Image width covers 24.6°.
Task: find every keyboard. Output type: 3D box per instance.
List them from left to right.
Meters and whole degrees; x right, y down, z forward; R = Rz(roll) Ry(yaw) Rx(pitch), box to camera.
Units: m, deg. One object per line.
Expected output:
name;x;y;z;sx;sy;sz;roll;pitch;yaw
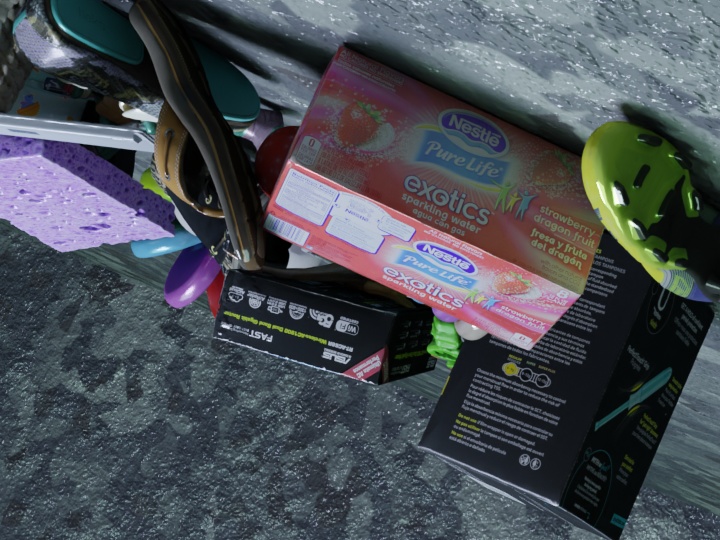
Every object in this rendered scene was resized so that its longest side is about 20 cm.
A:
keyboard;-0.233;-0.098;1.123;0.199;0.011;0.056;8;177;12

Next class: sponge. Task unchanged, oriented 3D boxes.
sponge;-0.235;-0.061;1.263;0.111;0.030;0.200;-6;162;21

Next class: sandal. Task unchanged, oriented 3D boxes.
sandal;-0.115;-0.087;1.091;0.201;0.054;0.082;64;-174;5

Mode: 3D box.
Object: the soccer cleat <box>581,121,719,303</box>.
soccer cleat;0.168;-0.032;0.977;0.083;0.065;0.200;21;173;39

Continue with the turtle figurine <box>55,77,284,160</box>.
turtle figurine;-0.167;-0.117;1.274;0.199;0.101;0.150;17;162;-21

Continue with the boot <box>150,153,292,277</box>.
boot;-0.122;-0.070;1.445;0.154;0.073;0.204;53;159;13

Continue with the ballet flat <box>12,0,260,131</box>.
ballet flat;-0.160;-0.141;1.156;0.200;0.072;0.072;24;174;-43

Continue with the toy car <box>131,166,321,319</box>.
toy car;-0.140;-0.025;1.642;0.199;0.151;0.175;27;172;-23

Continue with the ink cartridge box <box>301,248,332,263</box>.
ink cartridge box;0.002;-0.031;1.511;0.199;0.060;0.104;25;173;-4

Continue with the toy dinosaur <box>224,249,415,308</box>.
toy dinosaur;0.000;0.000;1.378;0.199;0.061;0.106;-9;-172;-39

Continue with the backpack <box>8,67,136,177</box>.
backpack;-0.297;-0.123;1.412;0.199;0.154;0.176;6;172;0

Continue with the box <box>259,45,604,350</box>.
box;0.049;-0.044;1.052;0.199;0.095;0.103;24;154;-3

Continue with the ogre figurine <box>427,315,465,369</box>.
ogre figurine;0.103;0.025;1.364;0.098;0.120;0.200;13;169;35

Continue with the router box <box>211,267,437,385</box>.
router box;-0.021;0.045;1.418;0.149;0.062;0.200;16;-176;16

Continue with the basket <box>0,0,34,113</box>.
basket;-0.301;-0.179;1.179;0.135;0.124;0.200;24;173;-4

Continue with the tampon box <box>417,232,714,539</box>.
tampon box;0.160;0.081;1.259;0.126;0.201;0.150;19;170;32

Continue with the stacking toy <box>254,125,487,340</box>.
stacking toy;0.018;-0.037;1.135;0.199;0.086;0.085;32;171;-8
